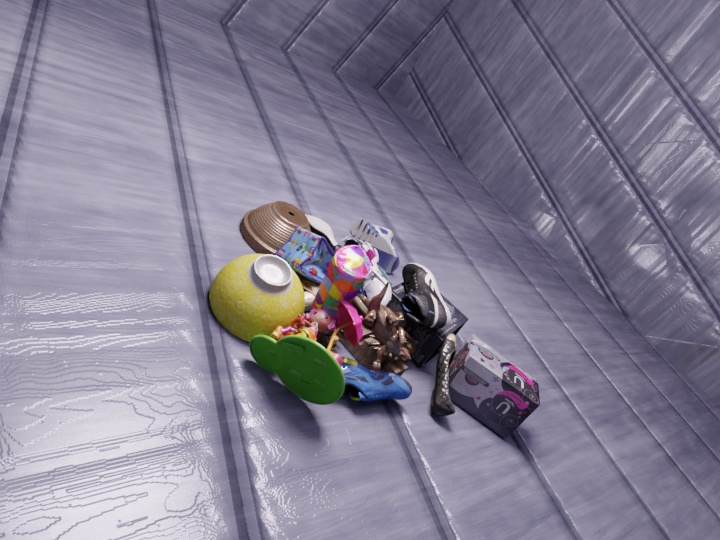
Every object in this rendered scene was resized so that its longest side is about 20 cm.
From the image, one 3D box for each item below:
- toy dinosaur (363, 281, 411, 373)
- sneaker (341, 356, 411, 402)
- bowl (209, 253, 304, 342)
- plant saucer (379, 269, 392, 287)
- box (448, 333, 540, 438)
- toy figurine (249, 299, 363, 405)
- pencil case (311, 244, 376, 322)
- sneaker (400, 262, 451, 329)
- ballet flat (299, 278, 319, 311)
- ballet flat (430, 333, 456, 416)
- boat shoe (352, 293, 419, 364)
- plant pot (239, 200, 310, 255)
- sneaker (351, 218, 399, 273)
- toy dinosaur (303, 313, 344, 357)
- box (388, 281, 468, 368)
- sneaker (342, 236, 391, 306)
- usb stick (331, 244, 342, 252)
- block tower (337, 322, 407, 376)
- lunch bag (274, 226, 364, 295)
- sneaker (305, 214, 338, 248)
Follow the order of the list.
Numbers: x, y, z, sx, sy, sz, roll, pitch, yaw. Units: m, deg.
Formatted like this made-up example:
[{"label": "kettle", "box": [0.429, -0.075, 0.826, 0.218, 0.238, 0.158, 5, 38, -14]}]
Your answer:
[{"label": "toy dinosaur", "box": [0.047, 0.115, 1.151, 0.136, 0.085, 0.202, -104, 179, -74]}, {"label": "sneaker", "box": [0.019, 0.241, 1.130, 0.199, 0.066, 0.079, 23, 42, -25]}, {"label": "bowl", "box": [-0.189, 0.033, 1.113, 0.198, 0.108, 0.201, 19, 42, -18]}, {"label": "plant saucer", "box": [0.006, 0.007, 1.547, 0.199, 0.019, 0.070, 14, 34, -40]}, {"label": "box", "box": [0.307, 0.274, 1.336, 0.199, 0.133, 0.115, 35, 26, -1]}, {"label": "toy figurine", "box": [-0.079, 0.127, 1.067, 0.198, 0.152, 0.184, 17, 37, 20]}, {"label": "pencil case", "box": [-0.037, 0.033, 1.147, 0.087, 0.200, 0.089, 12, 52, -16]}, {"label": "sneaker", "box": [0.129, 0.049, 1.326, 0.111, 0.073, 0.201, 11, 37, -41]}, {"label": "ballet flat", "box": [-0.147, 0.047, 1.244, 0.199, 0.068, 0.073, 33, 35, -2]}, {"label": "ballet flat", "box": [0.199, 0.237, 1.276, 0.056, 0.067, 0.202, 3, 56, 18]}, {"label": "boat shoe", "box": [0.063, 0.120, 1.295, 0.203, 0.075, 0.075, 51, -9, -20]}, {"label": "plant pot", "box": [-0.193, -0.107, 1.410, 0.200, 0.093, 0.202, 29, 27, -16]}, {"label": "sneaker", "box": [0.070, -0.084, 1.705, 0.114, 0.081, 0.200, 1, 41, -46]}, {"label": "toy dinosaur", "box": [-0.082, 0.131, 1.204, 0.200, 0.048, 0.088, 42, 33, 20]}, {"label": "box", "box": [0.151, 0.122, 1.431, 0.182, 0.105, 0.199, 42, 27, 15]}, {"label": "sneaker", "box": [0.000, 0.000, 1.340, 0.129, 0.079, 0.201, 31, 41, -45]}, {"label": "usb stick", "box": [-0.008, 0.000, 1.459, 0.199, 0.056, 0.032, 35, -9, -36]}, {"label": "block tower", "box": [0.011, 0.166, 1.246, 0.200, 0.054, 0.058, 46, 27, 21]}, {"label": "lunch bag", "box": [-0.082, 0.005, 1.318, 0.200, 0.094, 0.150, 45, -10, -30]}, {"label": "sneaker", "box": [-0.089, -0.085, 1.516, 0.084, 0.073, 0.200, -2, 43, -45]}]
